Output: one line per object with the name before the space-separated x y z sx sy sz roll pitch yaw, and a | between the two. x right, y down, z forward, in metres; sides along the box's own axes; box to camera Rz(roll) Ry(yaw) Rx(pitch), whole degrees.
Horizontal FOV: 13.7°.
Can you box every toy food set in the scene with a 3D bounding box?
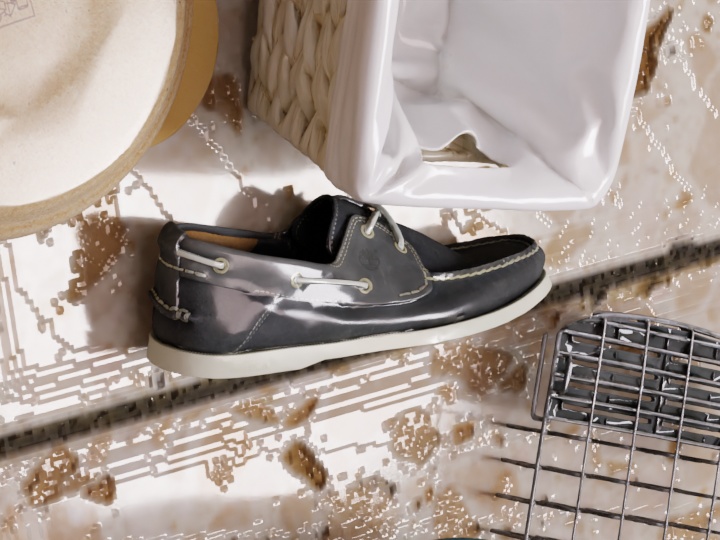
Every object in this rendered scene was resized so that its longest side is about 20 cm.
toy food set | -0.153 -0.112 1.207 0.200 0.049 0.199 -38 114 -24

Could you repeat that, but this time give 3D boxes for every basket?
basket | 0.037 -0.137 1.266 0.135 0.123 0.201 0 106 -31

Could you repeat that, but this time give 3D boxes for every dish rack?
dish rack | 0.120 0.121 1.412 0.153 0.054 0.201 12 86 -35

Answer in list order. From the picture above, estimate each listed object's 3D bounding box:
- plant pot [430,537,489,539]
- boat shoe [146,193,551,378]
plant pot | 0.070 0.226 1.237 0.199 0.188 0.201 -3 97 -22
boat shoe | 0.000 0.000 1.306 0.199 0.072 0.068 -7 103 -31
